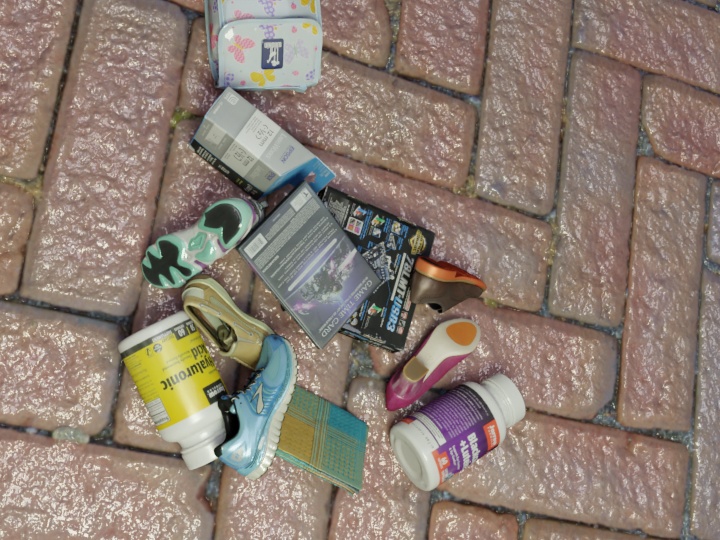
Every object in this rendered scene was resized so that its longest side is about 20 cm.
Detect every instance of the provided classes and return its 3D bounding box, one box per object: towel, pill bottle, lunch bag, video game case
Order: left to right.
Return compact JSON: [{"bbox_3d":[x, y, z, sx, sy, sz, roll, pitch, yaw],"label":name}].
[{"bbox_3d":[-0.246,0.167,1.301,0.110,0.111,0.202,-27,91,-23],"label":"pill bottle"},{"bbox_3d":[-0.147,-0.377,1.432,0.167,0.127,0.203,-3,88,-19],"label":"lunch bag"},{"bbox_3d":[-0.080,0.231,1.361,0.198,0.022,0.147,29,32,-12],"label":"towel"},{"bbox_3d":[-0.070,-0.007,1.353,0.143,0.019,0.201,-47,116,-20],"label":"video game case"},{"bbox_3d":[0.153,0.241,1.438,0.199,0.111,0.112,-28,91,-22],"label":"pill bottle"}]

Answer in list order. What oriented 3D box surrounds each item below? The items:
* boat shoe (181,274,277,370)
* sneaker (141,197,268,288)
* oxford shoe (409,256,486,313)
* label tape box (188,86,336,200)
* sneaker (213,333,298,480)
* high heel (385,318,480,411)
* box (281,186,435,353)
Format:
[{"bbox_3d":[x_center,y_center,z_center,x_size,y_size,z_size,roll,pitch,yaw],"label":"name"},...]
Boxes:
[{"bbox_3d":[-0.180,0.097,1.324,0.200,0.071,0.077,43,27,-23],"label":"boat shoe"},{"bbox_3d":[-0.214,-0.042,1.365,0.078,0.198,0.140,63,23,0],"label":"sneaker"},{"bbox_3d":[0.132,0.028,1.466,0.199,0.071,0.073,14,102,-54],"label":"oxford shoe"},{"bbox_3d":[-0.148,-0.163,1.380,0.199,0.143,0.066,40,69,-10],"label":"label tape box"},{"bbox_3d":[-0.144,0.172,1.261,0.089,0.078,0.202,23,58,-17],"label":"sneaker"},{"bbox_3d":[0.114,0.149,1.479,0.067,0.096,0.200,40,47,12],"label":"high heel"},{"bbox_3d":[0.000,0.000,1.449,0.196,0.050,0.202,22,75,-18],"label":"box"}]
